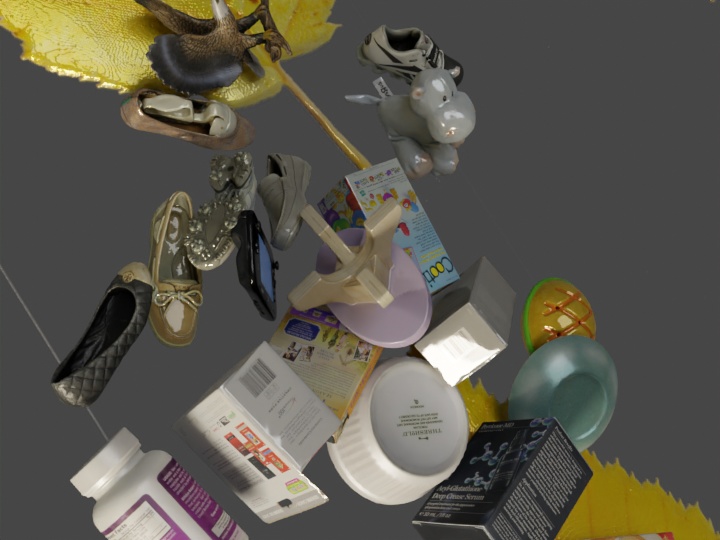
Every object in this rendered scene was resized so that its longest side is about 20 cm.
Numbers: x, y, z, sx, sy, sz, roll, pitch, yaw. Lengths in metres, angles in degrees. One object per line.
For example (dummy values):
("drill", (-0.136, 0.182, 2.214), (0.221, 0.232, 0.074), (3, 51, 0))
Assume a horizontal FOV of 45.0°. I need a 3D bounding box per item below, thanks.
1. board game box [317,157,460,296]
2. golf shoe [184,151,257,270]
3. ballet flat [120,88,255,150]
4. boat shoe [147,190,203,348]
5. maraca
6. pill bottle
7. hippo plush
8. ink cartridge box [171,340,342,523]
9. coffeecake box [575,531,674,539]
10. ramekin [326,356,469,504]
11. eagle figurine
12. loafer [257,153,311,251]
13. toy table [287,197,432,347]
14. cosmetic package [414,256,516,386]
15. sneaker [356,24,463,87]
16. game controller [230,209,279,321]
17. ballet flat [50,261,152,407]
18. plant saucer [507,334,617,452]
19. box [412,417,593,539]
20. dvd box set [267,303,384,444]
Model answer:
("board game box", (0.039, -0.043, 1.274), (0.104, 0.103, 0.201), (-22, 82, -33))
("golf shoe", (-0.172, -0.064, 1.162), (0.077, 0.098, 0.201), (0, 49, 15))
("ballet flat", (-0.232, -0.213, 1.217), (0.198, 0.067, 0.069), (3, 70, -28))
("boat shoe", (-0.239, -0.002, 1.130), (0.073, 0.063, 0.203), (8, 67, -25))
("maraca", (0.311, 0.111, 1.359), (0.136, 0.107, 0.202), (6, 76, -24))
("pill bottle", (-0.232, 0.279, 0.992), (0.200, 0.112, 0.112), (48, 56, -4))
("hippo plush", (0.115, -0.259, 1.367), (0.159, 0.161, 0.201), (-35, 89, -34))
("ink cartridge box", (-0.114, 0.200, 1.034), (0.176, 0.200, 0.084), (47, 55, -4))
("coffeecake box", (0.377, 0.470, 1.268), (0.198, 0.073, 0.155), (5, 67, -27))
("ramekin", (0.058, 0.210, 1.188), (0.201, 0.094, 0.204), (11, 65, -24))
("eagle figurine", (-0.215, -0.337, 1.243), (0.198, 0.152, 0.152), (-16, 106, -13))
("loafer", (-0.112, -0.099, 1.207), (0.069, 0.070, 0.201), (22, 31, -15))
("toy table", (0.000, 0.000, 1.124), (0.199, 0.117, 0.184), (33, 82, 32))
("cosmetic package", (0.154, 0.068, 1.240), (0.090, 0.107, 0.200), (48, 25, -2))
("sneaker", (0.100, -0.355, 1.444), (0.198, 0.088, 0.075), (7, 66, -28))
("game controller", (-0.130, -0.002, 1.121), (0.042, 0.200, 0.105), (-14, 74, -1))
("ballet flat", (-0.308, 0.072, 1.058), (0.066, 0.057, 0.201), (8, 60, 20))
("plant saucer", (0.317, 0.200, 1.307), (0.199, 0.039, 0.203), (-5, 104, -21))
("box", (0.194, 0.308, 1.180), (0.200, 0.148, 0.107), (-45, 106, -34))
("dvd box set", (-0.055, 0.119, 1.156), (0.145, 0.030, 0.201), (15, 56, 19))
